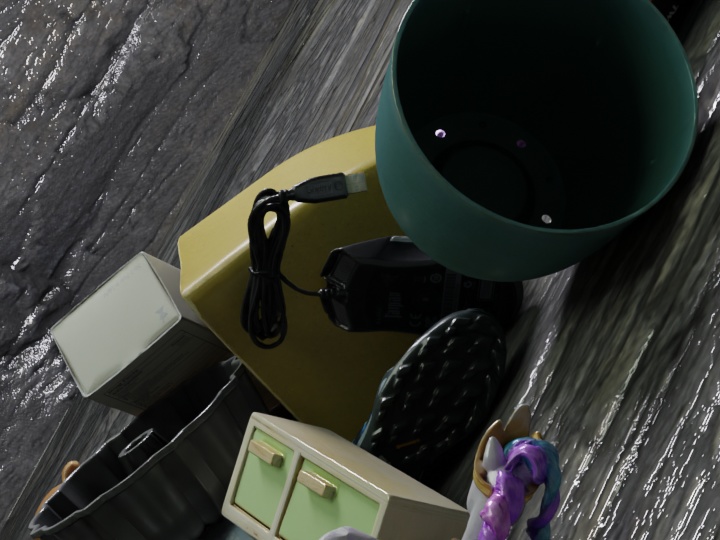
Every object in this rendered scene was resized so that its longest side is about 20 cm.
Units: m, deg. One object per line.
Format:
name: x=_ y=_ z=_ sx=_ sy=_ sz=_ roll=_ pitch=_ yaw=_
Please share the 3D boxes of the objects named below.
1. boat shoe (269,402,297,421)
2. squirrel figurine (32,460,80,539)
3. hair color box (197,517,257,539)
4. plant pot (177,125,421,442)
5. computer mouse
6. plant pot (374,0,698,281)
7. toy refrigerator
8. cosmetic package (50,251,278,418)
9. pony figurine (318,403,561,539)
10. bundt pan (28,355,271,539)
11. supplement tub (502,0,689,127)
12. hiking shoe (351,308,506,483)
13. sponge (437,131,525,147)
boat shoe: x=-0.042 y=0.138 z=1.813 sx=0.071 sy=0.065 sz=0.200 roll=-39 pitch=14 yaw=19
squirrel figurine: x=-0.164 y=0.216 z=1.818 sx=0.200 sy=0.187 sz=0.142 roll=-49 pitch=15 yaw=41
hair color box: x=-0.059 y=0.223 z=1.575 sx=0.061 sy=0.099 sz=0.200 roll=-60 pitch=11 yaw=-3
plant pot: x=0.000 y=0.000 z=1.696 sx=0.200 sy=0.194 sz=0.196 roll=-42 pitch=13 yaw=4
computer mouse: x=0.013 y=-0.016 z=1.567 sx=0.046 sy=0.200 sz=0.141 roll=-95 pitch=3 yaw=-55
plant pot: x=0.098 y=-0.084 z=1.471 sx=0.201 sy=0.200 sz=0.161 roll=-65 pitch=3 yaw=-27
toy refrigerator: x=-0.016 y=0.157 z=1.453 sx=0.200 sy=0.070 sz=0.076 roll=25 pitch=98 yaw=60
cosmetic package: x=-0.139 y=0.066 z=1.767 sx=0.103 sy=0.200 sz=0.073 roll=-39 pitch=60 yaw=12
pony figurine: x=0.046 y=0.186 z=1.167 sx=0.193 sy=0.166 sz=0.200 roll=-66 pitch=-5 yaw=-65
bundt pan: x=-0.142 y=0.154 z=1.639 sx=0.202 sy=0.076 sz=0.202 roll=-36 pitch=10 yaw=7
supplement tub: x=0.167 y=-0.195 z=1.616 sx=0.200 sy=0.122 sz=0.123 roll=-60 pitch=11 yaw=-1
hiking shoe: x=0.030 y=0.106 z=1.556 sx=0.200 sy=0.074 sz=0.087 roll=-57 pitch=12 yaw=10
sponge: x=0.065 y=-0.091 z=1.818 sx=0.200 sy=0.030 sz=0.112 roll=-42 pitch=37 yaw=12
